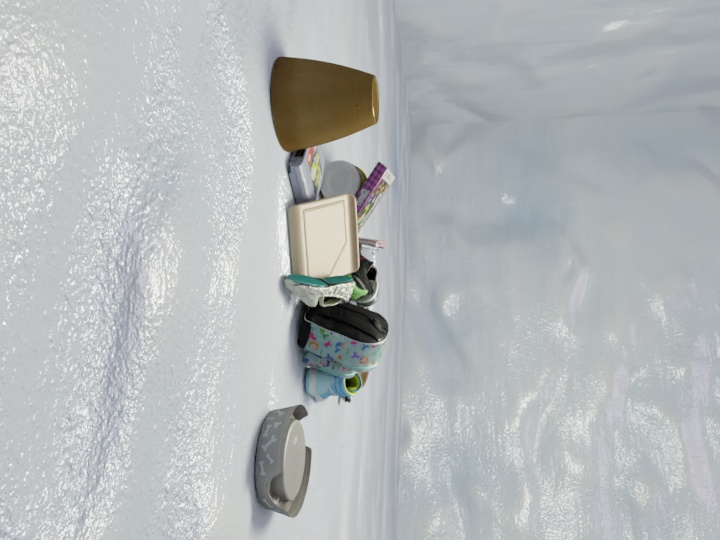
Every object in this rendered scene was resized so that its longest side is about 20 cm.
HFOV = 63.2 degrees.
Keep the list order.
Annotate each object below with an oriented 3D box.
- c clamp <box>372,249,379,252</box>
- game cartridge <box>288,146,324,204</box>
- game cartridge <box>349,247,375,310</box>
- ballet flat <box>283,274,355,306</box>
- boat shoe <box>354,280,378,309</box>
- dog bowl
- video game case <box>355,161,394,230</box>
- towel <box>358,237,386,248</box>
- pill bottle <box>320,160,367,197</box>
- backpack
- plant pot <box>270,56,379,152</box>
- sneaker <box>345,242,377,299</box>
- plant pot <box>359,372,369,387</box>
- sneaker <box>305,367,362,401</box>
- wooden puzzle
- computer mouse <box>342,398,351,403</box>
[{"bbox_3d":[-0.012,0.038,1.644,0.167,0.027,0.206,3,86,-34],"label":"c clamp"},{"bbox_3d":[-0.119,-0.240,1.339,0.135,0.040,0.203,85,11,-45],"label":"game cartridge"},{"bbox_3d":[-0.025,0.034,1.606,0.040,0.131,0.206,-7,-103,57],"label":"game cartridge"},{"bbox_3d":[-0.085,0.047,1.259,0.197,0.071,0.074,1,88,-47],"label":"ballet flat"},{"bbox_3d":[0.016,0.066,1.499,0.063,0.072,0.200,62,-6,-14],"label":"boat shoe"},{"bbox_3d":[-0.144,0.358,1.113,0.200,0.057,0.206,-1,90,-80],"label":"dog bowl"},{"bbox_3d":[0.017,-0.184,1.556,0.202,0.035,0.181,-56,173,6],"label":"video game case"},{"bbox_3d":[-0.007,-0.079,1.647,0.200,0.142,0.031,-7,104,-79],"label":"towel"},{"bbox_3d":[-0.037,-0.232,1.580,0.200,0.108,0.115,-26,115,-78],"label":"pill bottle"},{"bbox_3d":[-0.036,0.150,1.336,0.178,0.195,0.154,-67,169,-67],"label":"backpack"},{"bbox_3d":[-0.063,-0.344,1.205,0.186,0.194,0.192,0,90,-80],"label":"plant pot"},{"bbox_3d":[0.000,0.000,1.464,0.202,0.081,0.078,-95,-176,-49],"label":"sneaker"},{"bbox_3d":[-0.029,0.199,1.528,0.201,0.090,0.207,4,90,-78],"label":"plant pot"},{"bbox_3d":[-0.052,0.279,1.425,0.200,0.127,0.082,53,38,-74],"label":"sneaker"},{"bbox_3d":[-0.083,-0.067,1.318,0.198,0.037,0.190,-19,111,-45],"label":"wooden puzzle"},{"bbox_3d":[-0.045,0.274,1.698,0.140,0.051,0.203,-87,-179,-47],"label":"computer mouse"}]
